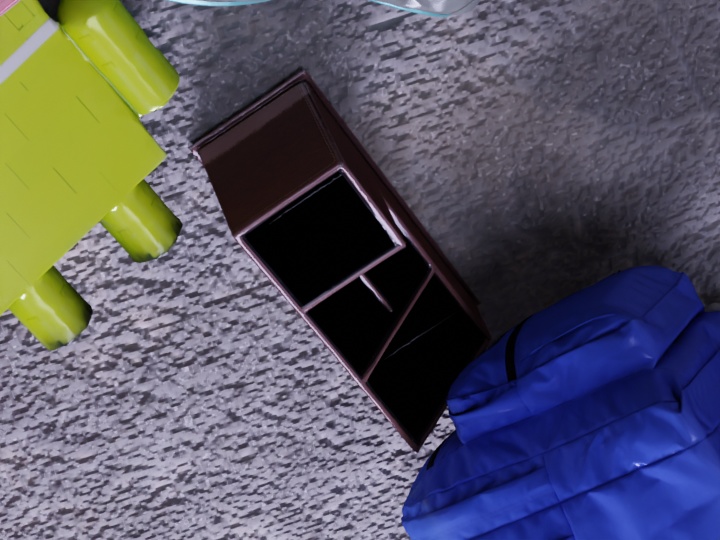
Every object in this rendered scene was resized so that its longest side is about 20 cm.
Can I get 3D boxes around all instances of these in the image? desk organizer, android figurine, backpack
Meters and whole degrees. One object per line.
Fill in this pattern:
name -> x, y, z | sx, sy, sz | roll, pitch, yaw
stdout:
desk organizer -> 0.000, 0.000, 1.232 | 0.072, 0.077, 0.200 | -33, 131, 7
android figurine -> -0.173, -0.058, 1.112 | 0.182, 0.041, 0.200 | -43, 122, -8
backpack -> 0.121, 0.104, 1.275 | 0.200, 0.168, 0.162 | -32, 176, 29

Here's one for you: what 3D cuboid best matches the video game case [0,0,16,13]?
video game case -> -0.245, -0.129, 1.024 | 0.200, 0.017, 0.143 | -37, 104, 9

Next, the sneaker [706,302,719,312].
sneaker -> 0.160, 0.098, 1.383 | 0.200, 0.077, 0.081 | -39, 119, 6

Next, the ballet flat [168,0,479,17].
ballet flat -> -0.023, -0.159, 1.103 | 0.199, 0.068, 0.064 | 1, 139, -30
